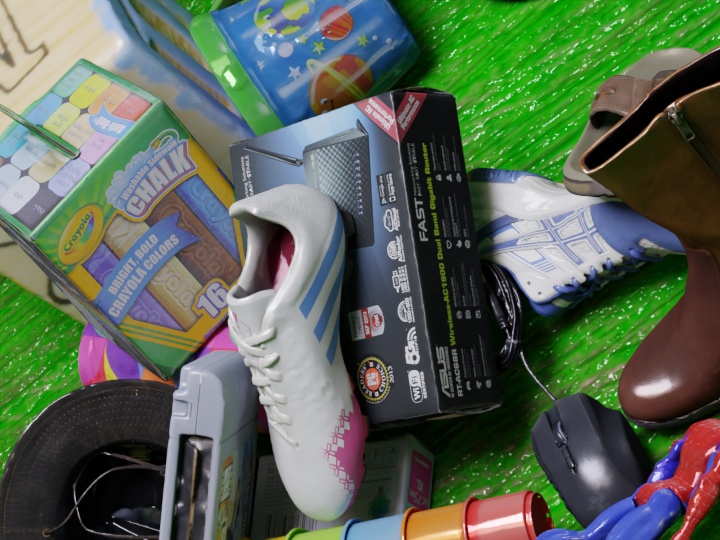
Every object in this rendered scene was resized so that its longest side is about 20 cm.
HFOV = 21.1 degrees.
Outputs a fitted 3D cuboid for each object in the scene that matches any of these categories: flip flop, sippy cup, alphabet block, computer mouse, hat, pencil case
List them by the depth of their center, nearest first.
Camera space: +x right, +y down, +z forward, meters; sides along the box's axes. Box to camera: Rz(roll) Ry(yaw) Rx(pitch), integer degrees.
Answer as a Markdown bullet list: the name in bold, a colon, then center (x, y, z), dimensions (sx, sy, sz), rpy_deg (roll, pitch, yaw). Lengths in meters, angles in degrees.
- **computer mouse**: center (0.109, 0.074, 1.156), dimensions (0.059, 0.034, 0.201), rpy_deg (-47, 59, 25)
- **flip flop**: center (0.171, -0.097, 1.159), dimensions (0.080, 0.058, 0.200), rpy_deg (3, 31, 21)
- **hat**: center (-0.153, 0.173, 1.300), dimensions (0.202, 0.200, 0.081), rpy_deg (-60, 5, -6)
- **pencil case**: center (-0.103, 0.067, 1.334), dimensions (0.199, 0.088, 0.089), rpy_deg (5, 69, 38)
- **sippy cup**: center (-0.033, -0.156, 1.377), dimensions (0.130, 0.140, 0.179), rpy_deg (-35, 87, 4)
- **alphabet block**: center (-0.212, -0.112, 1.446), dimensions (0.200, 0.195, 0.197), rpy_deg (-41, 45, 11)

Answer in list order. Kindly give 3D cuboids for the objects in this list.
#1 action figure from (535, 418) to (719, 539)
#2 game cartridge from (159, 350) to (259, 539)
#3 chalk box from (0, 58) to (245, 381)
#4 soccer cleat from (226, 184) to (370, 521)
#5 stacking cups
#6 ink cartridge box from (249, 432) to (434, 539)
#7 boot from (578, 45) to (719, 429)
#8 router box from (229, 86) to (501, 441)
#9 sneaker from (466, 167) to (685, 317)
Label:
- **action figure**: center (0.159, 0.136, 1.073), dimensions (0.199, 0.052, 0.065), rpy_deg (-36, 11, -11)
- **game cartridge**: center (-0.094, 0.154, 1.196), dimensions (0.041, 0.133, 0.202), rpy_deg (7, 95, 11)
- **chalk box**: center (-0.167, -0.050, 1.269), dimensions (0.124, 0.200, 0.124), rpy_deg (-46, 39, -10)
- **soccer cleat**: center (-0.046, 0.050, 1.150), dimensions (0.069, 0.086, 0.202), rpy_deg (-6, 87, 43)
- **stacking cups**: center (0.019, 0.173, 1.150), dimensions (0.198, 0.061, 0.061), rpy_deg (-13, 58, 22)
- **ink cartridge box**: center (-0.019, 0.208, 1.212), dimensions (0.118, 0.042, 0.202), rpy_deg (-11, 57, 32)
- **boot**: center (0.180, -0.010, 1.064), dimensions (0.188, 0.200, 0.069), rpy_deg (-37, 49, 16)
- **router box**: center (0.000, 0.000, 1.208), dimensions (0.149, 0.062, 0.202), rpy_deg (-15, 81, 44)
- **sneaker**: center (0.143, -0.012, 1.198), dimensions (0.199, 0.075, 0.089), rpy_deg (5, 84, 45)
